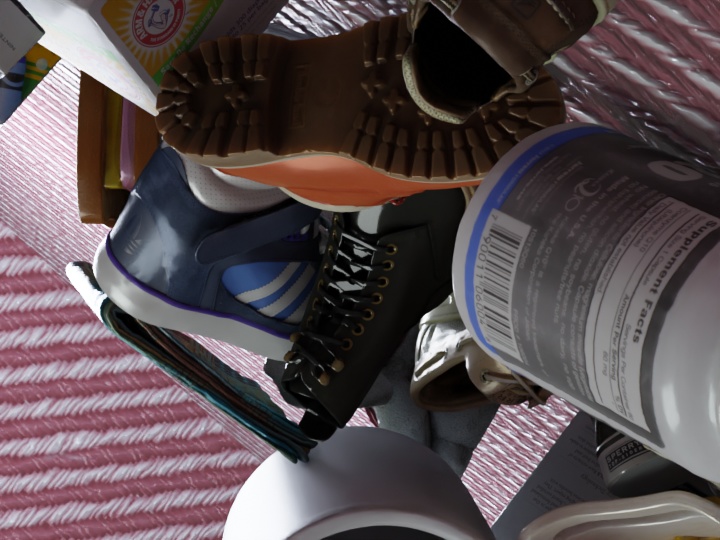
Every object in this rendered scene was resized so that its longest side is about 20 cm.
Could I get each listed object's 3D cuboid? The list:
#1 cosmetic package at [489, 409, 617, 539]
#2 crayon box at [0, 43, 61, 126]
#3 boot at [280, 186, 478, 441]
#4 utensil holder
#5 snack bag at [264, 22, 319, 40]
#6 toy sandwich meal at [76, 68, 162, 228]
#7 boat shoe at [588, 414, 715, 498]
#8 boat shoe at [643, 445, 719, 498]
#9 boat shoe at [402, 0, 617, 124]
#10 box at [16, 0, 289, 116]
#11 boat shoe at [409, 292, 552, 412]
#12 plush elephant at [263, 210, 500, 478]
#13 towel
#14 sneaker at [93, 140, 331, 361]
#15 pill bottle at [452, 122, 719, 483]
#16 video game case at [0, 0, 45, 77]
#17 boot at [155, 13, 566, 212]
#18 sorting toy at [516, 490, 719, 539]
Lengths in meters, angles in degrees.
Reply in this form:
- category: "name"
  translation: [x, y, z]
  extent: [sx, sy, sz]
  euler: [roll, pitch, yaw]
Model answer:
- category: "cosmetic package"
  translation: [0.126, 0.189, 1.653]
  extent: [0.085, 0.200, 0.108]
  euler: [32, 172, 35]
- category: "crayon box"
  translation: [-0.246, -0.196, 1.603]
  extent: [0.200, 0.126, 0.052]
  euler: [42, 170, -9]
- category: "boot"
  translation: [0.000, 0.000, 1.390]
  extent: [0.077, 0.139, 0.200]
  euler: [29, 164, 27]
- category: "utensil holder"
  translation: [0.004, 0.183, 1.499]
  extent: [0.170, 0.170, 0.200]
  euler: [42, -174, -11]
- category: "snack bag"
  translation: [0.024, -0.060, 1.473]
  extent: [0.199, 0.021, 0.189]
  euler: [25, 162, 42]
- category: "toy sandwich meal"
  translation: [-0.120, -0.068, 1.536]
  extent: [0.070, 0.207, 0.205]
  euler: [4, 170, -2]
- category: "boat shoe"
  translation: [0.176, 0.100, 1.511]
  extent: [0.200, 0.070, 0.064]
  euler: [41, -153, -62]
- category: "boat shoe"
  translation: [0.208, 0.091, 1.318]
  extent: [0.065, 0.072, 0.200]
  euler: [32, 173, -27]
- category: "boat shoe"
  translation: [0.041, -0.097, 1.077]
  extent: [0.075, 0.075, 0.202]
  euler: [41, 171, -3]
- category: "box"
  translation: [-0.136, -0.172, 1.321]
  extent: [0.200, 0.113, 0.101]
  euler: [32, 167, 37]
- category: "boat shoe"
  translation: [0.089, 0.043, 1.447]
  extent: [0.072, 0.065, 0.200]
  euler: [28, 161, -25]
- category: "plush elephant"
  translation: [0.010, 0.054, 1.659]
  extent: [0.154, 0.165, 0.200]
  euler: [27, 142, 0]
- category: "towel"
  translation: [-0.102, 0.047, 1.581]
  extent: [0.146, 0.022, 0.200]
  euler: [37, 179, -14]
- category: "sneaker"
  translation: [-0.033, -0.032, 1.440]
  extent: [0.199, 0.147, 0.081]
  euler: [10, -142, -46]
- category: "pill bottle"
  translation: [0.137, 0.019, 1.113]
  extent: [0.200, 0.114, 0.114]
  euler: [29, 166, 50]
- category: "video game case"
  translation: [-0.254, -0.154, 1.346]
  extent: [0.181, 0.036, 0.200]
  euler: [46, 160, -13]
- category: "boot"
  translation: [0.016, -0.065, 1.253]
  extent: [0.199, 0.076, 0.107]
  euler: [4, 164, 32]
- category: "sorting toy"
  translation: [0.175, 0.162, 1.440]
  extent: [0.199, 0.107, 0.180]
  euler: [-10, 150, 31]
